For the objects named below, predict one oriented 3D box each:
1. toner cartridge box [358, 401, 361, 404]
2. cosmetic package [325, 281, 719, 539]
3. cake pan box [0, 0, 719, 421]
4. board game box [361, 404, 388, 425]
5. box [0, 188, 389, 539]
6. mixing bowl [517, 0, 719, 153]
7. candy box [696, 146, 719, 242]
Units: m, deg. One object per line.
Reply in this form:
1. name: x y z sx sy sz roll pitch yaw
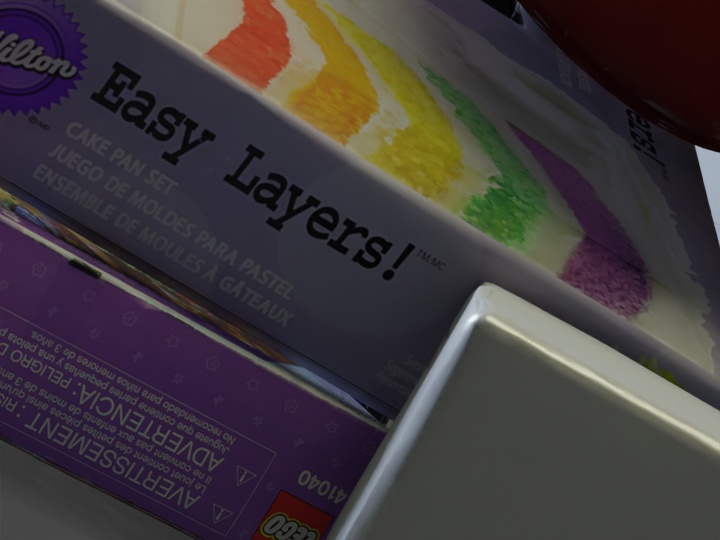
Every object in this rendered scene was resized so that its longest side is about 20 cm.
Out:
1. toner cartridge box: 0.000 0.000 0.799 0.043 0.095 0.200 51 5 8
2. cosmetic package: 0.090 0.082 0.487 0.200 0.071 0.101 30 3 1
3. cake pan box: -0.008 -0.049 0.620 0.184 0.052 0.200 34 24 -17
4. board game box: -0.011 -0.034 1.002 0.028 0.135 0.200 29 3 -30
5. box: -0.088 -0.007 0.606 0.137 0.039 0.200 30 2 -24
6. mixing bowl: 0.094 -0.097 0.648 0.200 0.108 0.200 32 30 -22
7. candy box: 0.184 -0.020 0.795 0.200 0.072 0.168 -4 12 -20
